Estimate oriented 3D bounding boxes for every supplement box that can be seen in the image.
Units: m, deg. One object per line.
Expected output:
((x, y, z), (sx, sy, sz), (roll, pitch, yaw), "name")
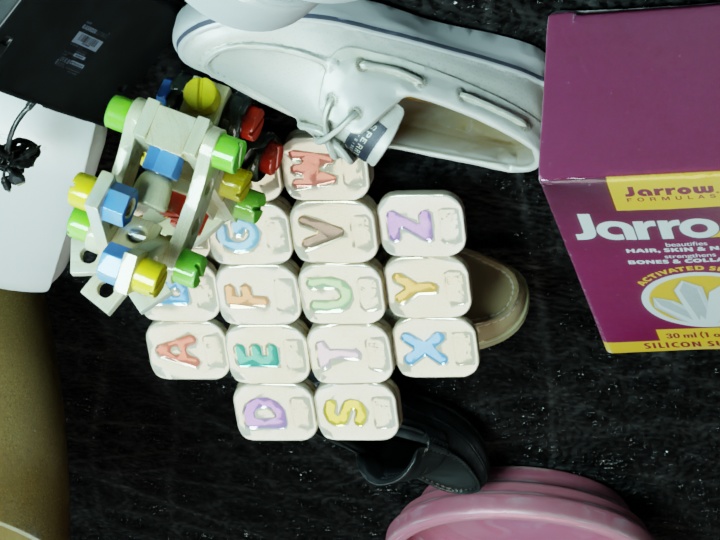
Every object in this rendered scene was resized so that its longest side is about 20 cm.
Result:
((0.175, -0.044, 1.286), (0.131, 0.103, 0.200), (-2, 152, 17), "supplement box")

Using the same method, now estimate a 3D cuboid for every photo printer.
((-0.226, -0.066, 1.358), (0.166, 0.069, 0.200), (13, 153, -9), "photo printer")

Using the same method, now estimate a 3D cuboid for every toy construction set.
((-0.100, -0.033, 1.310), (0.092, 0.131, 0.200), (22, 169, -3), "toy construction set")

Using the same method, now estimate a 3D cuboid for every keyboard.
((-0.151, -0.094, 1.191), (0.021, 0.127, 0.200), (40, -175, 13), "keyboard")

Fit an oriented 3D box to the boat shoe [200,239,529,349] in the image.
((0.000, 0.000, 1.449), (0.200, 0.072, 0.065), (11, 155, 2), "boat shoe")

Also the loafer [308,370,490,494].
((0.020, 0.113, 1.665), (0.068, 0.070, 0.201), (-12, 149, 32), "loafer")

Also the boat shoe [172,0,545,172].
((0.002, -0.089, 1.264), (0.200, 0.070, 0.071), (12, 152, -16), "boat shoe")

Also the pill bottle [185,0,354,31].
((-0.005, -0.180, 1.034), (0.120, 0.120, 0.200), (19, 151, -24), "pill bottle")

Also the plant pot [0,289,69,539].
((-0.255, 0.081, 1.514), (0.186, 0.200, 0.186), (5, 153, 2), "plant pot")

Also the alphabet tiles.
((-0.033, 0.011, 1.419), (0.196, 0.015, 0.200), (0, 120, 13), "alphabet tiles")

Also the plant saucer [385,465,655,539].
((0.119, 0.193, 1.829), (0.200, 0.051, 0.201), (4, 154, 2), "plant saucer")
